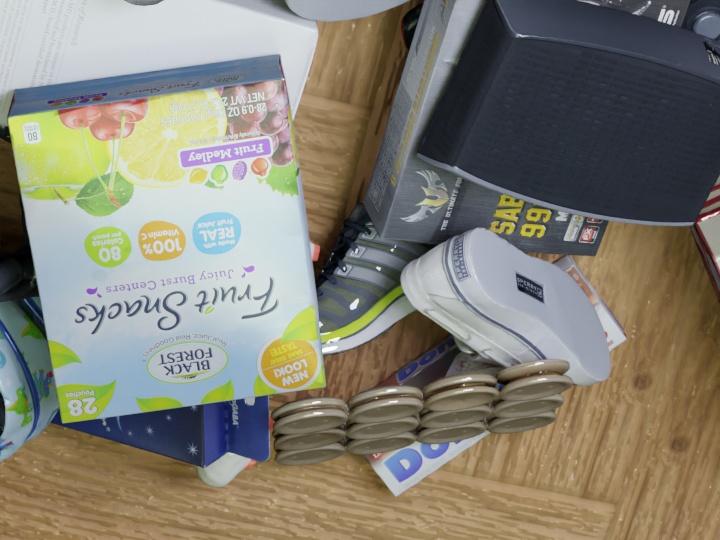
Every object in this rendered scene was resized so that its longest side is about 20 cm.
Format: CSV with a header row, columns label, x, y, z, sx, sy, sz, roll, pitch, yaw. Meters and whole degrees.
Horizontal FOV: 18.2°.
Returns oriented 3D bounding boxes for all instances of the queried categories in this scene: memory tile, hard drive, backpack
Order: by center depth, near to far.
label,x,y,z,sx,sy,sz,roll,pitch,yaw
hard drive,0.148,-0.094,1.399,0.199,0.042,0.135,11,120,-26
backpack,-0.283,0.040,1.456,0.200,0.154,0.163,48,124,16
memory tile,0.039,0.096,1.499,0.199,0.153,0.017,-8,74,-3

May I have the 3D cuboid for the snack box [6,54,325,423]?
label,x,y,z,sx,sy,sz,roll,pitch,yaw
snack box,-0.115,-0.019,1.370,0.168,0.068,0.201,-9,111,-1

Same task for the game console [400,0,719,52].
label,x,y,z,sx,sy,sz,roll,pitch,yaw
game console,0.146,-0.143,1.470,0.199,0.031,0.177,-29,128,5

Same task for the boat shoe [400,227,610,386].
label,x,y,z,sx,sy,sz,roll,pitch,yaw
boat shoe,0.095,0.032,1.487,0.070,0.071,0.200,-19,152,29

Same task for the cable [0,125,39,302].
label,x,y,z,sx,sy,sz,roll,pitch,yaw
cable,-0.254,-0.071,1.416,0.200,0.163,0.051,55,135,10

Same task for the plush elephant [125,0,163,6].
label,x,y,z,sx,sy,sz,roll,pitch,yaw
plush elephant,-0.073,-0.267,1.300,0.164,0.200,0.155,-32,98,-38

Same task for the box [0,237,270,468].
label,x,y,z,sx,sy,sz,roll,pitch,yaw
box,-0.150,0.056,1.483,0.199,0.032,0.122,12,114,28

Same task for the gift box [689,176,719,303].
label,x,y,z,sx,sy,sz,roll,pitch,yaw
gift box,0.324,-0.017,1.479,0.186,0.185,0.201,-22,118,5

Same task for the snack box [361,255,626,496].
label,x,y,z,sx,sy,sz,roll,pitch,yaw
snack box,0.085,0.074,1.576,0.200,0.024,0.072,-35,112,8

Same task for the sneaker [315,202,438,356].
label,x,y,z,sx,sy,sz,roll,pitch,yaw
sneaker,0.000,0.000,1.497,0.199,0.074,0.081,-27,99,-27

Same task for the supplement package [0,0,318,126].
label,x,y,z,sx,sy,sz,roll,pitch,yaw
supplement package,-0.138,-0.141,1.420,0.199,0.117,0.118,15,109,-10

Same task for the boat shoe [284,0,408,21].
label,x,y,z,sx,sy,sz,roll,pitch,yaw
boat shoe,0.028,-0.218,1.403,0.199,0.066,0.072,-25,150,-19

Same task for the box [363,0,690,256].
label,x,y,z,sx,sy,sz,roll,pitch,yaw
box,0.104,-0.108,1.433,0.158,0.048,0.201,5,122,-22

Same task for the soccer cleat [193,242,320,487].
label,x,y,z,sx,sy,sz,roll,pitch,yaw
soccer cleat,-0.091,0.049,1.523,0.077,0.069,0.201,10,103,-29
